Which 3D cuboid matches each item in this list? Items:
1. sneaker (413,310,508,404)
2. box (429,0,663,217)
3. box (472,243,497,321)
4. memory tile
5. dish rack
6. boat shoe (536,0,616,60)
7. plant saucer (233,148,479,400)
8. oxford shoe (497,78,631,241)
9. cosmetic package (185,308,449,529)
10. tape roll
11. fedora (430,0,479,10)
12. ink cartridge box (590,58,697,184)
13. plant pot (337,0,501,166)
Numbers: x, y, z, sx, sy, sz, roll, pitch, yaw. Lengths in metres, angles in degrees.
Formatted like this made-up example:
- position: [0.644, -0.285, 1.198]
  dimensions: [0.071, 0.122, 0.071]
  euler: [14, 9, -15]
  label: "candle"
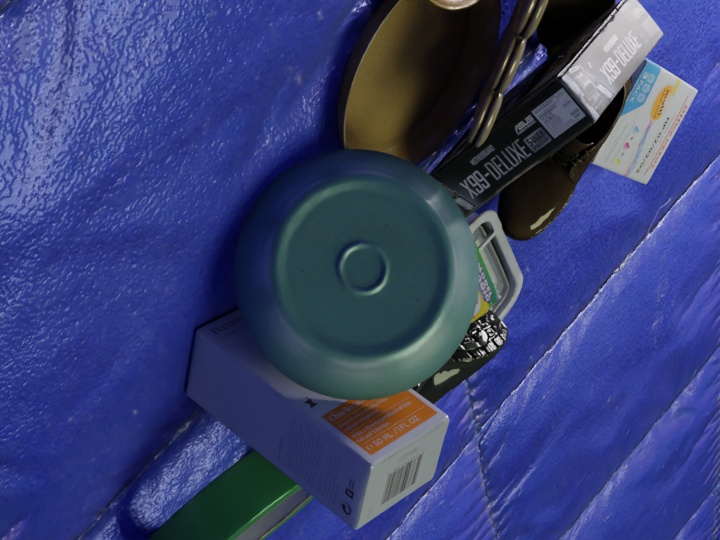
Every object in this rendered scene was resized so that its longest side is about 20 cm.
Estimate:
- position: [0.054, 0.094, 1.573]
  dimensions: [0.199, 0.076, 0.091]
  euler: [-26, 152, -32]
  label: "sneaker"
- position: [0.153, -0.135, 1.448]
  dimensions: [0.200, 0.050, 0.158]
  euler: [-37, -171, 46]
  label: "box"
- position: [0.034, 0.018, 1.498]
  dimensions: [0.199, 0.048, 0.118]
  euler: [-31, 102, -37]
  label: "box"
- position: [0.130, -0.196, 1.395]
  dimensions: [0.200, 0.017, 0.154]
  euler: [-70, -177, -61]
  label: "memory tile"
- position: [0.082, 0.033, 1.657]
  dimensions: [0.172, 0.043, 0.200]
  euler: [-52, 152, -10]
  label: "dish rack"
- position: [0.186, -0.235, 1.501]
  dimensions: [0.071, 0.067, 0.201]
  euler: [-14, 163, 4]
  label: "boat shoe"
- position: [0.000, 0.000, 1.329]
  dimensions: [0.200, 0.200, 0.036]
  euler: [-50, -179, -11]
  label: "plant saucer"
- position: [0.190, -0.115, 1.614]
  dimensions: [0.201, 0.072, 0.084]
  euler: [-62, -179, 14]
  label: "oxford shoe"
- position: [-0.037, 0.109, 1.375]
  dimensions: [0.101, 0.199, 0.072]
  euler: [-27, 141, -43]
  label: "cosmetic package"
- position: [-0.099, 0.205, 1.460]
  dimensions: [0.200, 0.048, 0.201]
  euler: [-38, 169, -9]
  label: "tape roll"
- position: [0.115, -0.290, 1.295]
  dimensions: [0.200, 0.081, 0.202]
  euler: [-31, 133, -41]
  label: "fedora"
- position: [0.277, -0.161, 1.741]
  dimensions: [0.199, 0.068, 0.116]
  euler: [9, 111, -61]
  label: "ink cartridge box"
- position: [0.045, -0.169, 1.401]
  dimensions: [0.200, 0.027, 0.201]
  euler: [-38, 147, -30]
  label: "plant pot"
